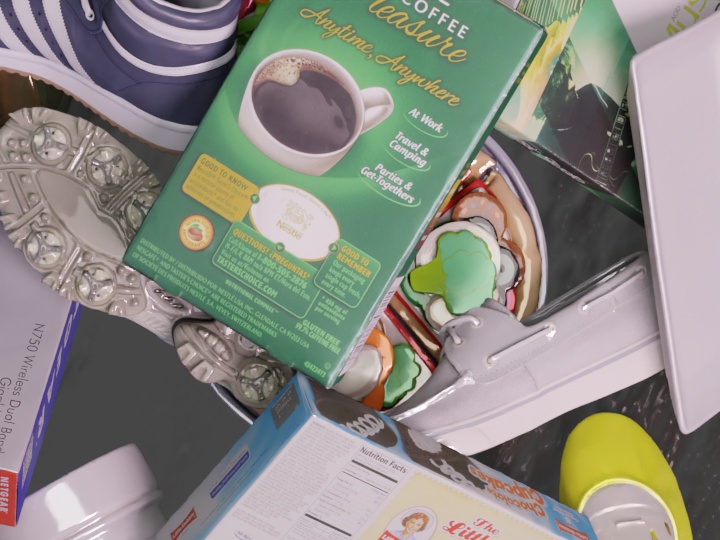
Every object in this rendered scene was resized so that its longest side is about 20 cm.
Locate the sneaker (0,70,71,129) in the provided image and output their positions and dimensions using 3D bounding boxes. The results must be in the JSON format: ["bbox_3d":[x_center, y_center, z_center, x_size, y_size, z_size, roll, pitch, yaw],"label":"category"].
[{"bbox_3d":[-0.138,-0.166,1.420,0.089,0.067,0.201,3,82,5],"label":"sneaker"}]

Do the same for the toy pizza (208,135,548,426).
[{"bbox_3d":[0.000,0.000,1.426,0.199,0.032,0.201,0,85,0],"label":"toy pizza"}]

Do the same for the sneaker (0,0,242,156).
[{"bbox_3d":[-0.144,-0.142,1.318,0.199,0.109,0.070,26,49,10],"label":"sneaker"}]

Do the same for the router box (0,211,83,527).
[{"bbox_3d":[-0.234,0.018,1.364,0.179,0.049,0.201,11,50,0],"label":"router box"}]

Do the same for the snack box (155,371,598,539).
[{"bbox_3d":[0.013,0.137,1.340,0.200,0.037,0.116,28,113,-32],"label":"snack box"}]

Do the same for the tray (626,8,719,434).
[{"bbox_3d":[0.173,-0.028,1.376,0.107,0.022,0.201,-29,117,-43],"label":"tray"}]

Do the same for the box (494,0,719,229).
[{"bbox_3d":[0.137,-0.113,1.373,0.200,0.036,0.145,29,84,-40],"label":"box"}]

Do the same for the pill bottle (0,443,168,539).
[{"bbox_3d":[-0.104,0.196,1.364,0.119,0.120,0.201,-29,85,-3],"label":"pill bottle"}]

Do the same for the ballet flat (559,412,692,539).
[{"bbox_3d":[0.143,0.172,1.394,0.066,0.067,0.201,-6,85,0],"label":"ballet flat"}]

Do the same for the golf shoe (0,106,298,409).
[{"bbox_3d":[-0.104,-0.005,1.366,0.200,0.097,0.078,41,94,-1],"label":"golf shoe"}]

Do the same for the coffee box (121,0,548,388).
[{"bbox_3d":[-0.011,-0.059,1.281,0.123,0.044,0.201,30,96,8],"label":"coffee box"}]

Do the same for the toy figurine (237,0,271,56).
[{"bbox_3d":[-0.021,-0.200,1.394,0.199,0.150,0.185,-1,82,15],"label":"toy figurine"}]

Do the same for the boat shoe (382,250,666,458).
[{"bbox_3d":[0.075,0.047,1.386,0.199,0.072,0.069,-22,94,-12],"label":"boat shoe"}]
